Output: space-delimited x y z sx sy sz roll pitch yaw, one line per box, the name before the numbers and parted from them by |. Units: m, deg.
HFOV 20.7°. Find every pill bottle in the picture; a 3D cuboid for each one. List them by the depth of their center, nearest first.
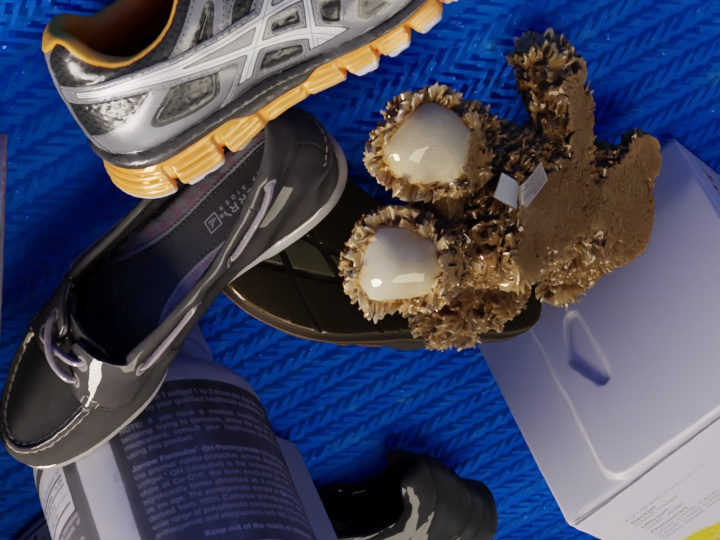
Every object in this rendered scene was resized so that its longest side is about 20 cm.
pill bottle | -0.083 0.110 0.883 0.111 0.200 0.111 -16 143 -12

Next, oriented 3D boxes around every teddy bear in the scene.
teddy bear | 0.057 -0.032 0.877 0.200 0.067 0.145 -26 121 -46

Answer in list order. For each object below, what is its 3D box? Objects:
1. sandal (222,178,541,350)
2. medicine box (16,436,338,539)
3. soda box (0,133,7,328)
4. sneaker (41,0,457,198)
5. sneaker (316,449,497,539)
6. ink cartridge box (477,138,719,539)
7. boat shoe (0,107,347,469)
sandal | 0.000 0.000 0.920 0.200 0.082 0.055 6 160 -41
medicine box | -0.101 0.204 1.002 0.200 0.182 0.103 -42 141 21
soda box | -0.184 0.032 0.831 0.063 0.068 0.200 3 137 -9
sneaker | -0.033 -0.110 0.755 0.200 0.078 0.077 -37 124 6
sneaker | -0.023 0.167 1.110 0.200 0.076 0.091 -40 132 8
ink cartridge box | 0.182 0.059 1.022 0.146 0.147 0.200 -39 142 19
boat shoe | -0.092 0.004 0.824 0.200 0.067 0.057 -44 153 12
